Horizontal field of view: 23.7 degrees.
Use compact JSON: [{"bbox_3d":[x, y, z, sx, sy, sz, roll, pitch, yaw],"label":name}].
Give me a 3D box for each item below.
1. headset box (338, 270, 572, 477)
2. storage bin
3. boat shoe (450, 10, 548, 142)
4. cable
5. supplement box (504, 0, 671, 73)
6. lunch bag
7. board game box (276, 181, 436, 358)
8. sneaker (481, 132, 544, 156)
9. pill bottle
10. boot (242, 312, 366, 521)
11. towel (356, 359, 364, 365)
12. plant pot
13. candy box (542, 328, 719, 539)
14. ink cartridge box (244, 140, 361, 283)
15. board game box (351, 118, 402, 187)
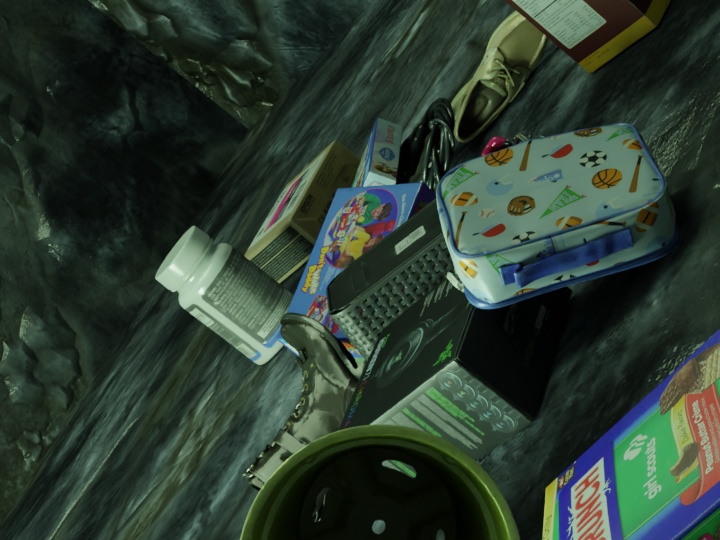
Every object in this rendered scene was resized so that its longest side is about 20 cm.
[{"bbox_3d":[0.086,0.087,1.526,0.200,0.093,0.175,-40,17,42],"label":"headset box"},{"bbox_3d":[0.071,0.005,1.721,0.200,0.094,0.135,-38,13,7],"label":"storage bin"},{"bbox_3d":[0.182,-0.251,2.220,0.200,0.072,0.065,-53,16,26],"label":"boat shoe"},{"bbox_3d":[0.087,-0.146,2.246,0.200,0.051,0.164,129,161,-59],"label":"cable"},{"bbox_3d":[0.262,-0.379,1.962,0.133,0.200,0.198,-33,22,56],"label":"supplement box"},{"bbox_3d":[0.161,-0.044,1.446,0.199,0.076,0.161,-19,35,4],"label":"lunch bag"},{"bbox_3d":[0.000,0.000,1.911,0.134,0.045,0.201,-1,58,44],"label":"board game box"},{"bbox_3d":[0.182,-0.106,1.775,0.081,0.075,0.200,-54,13,-11],"label":"sneaker"},{"bbox_3d":[-0.188,0.033,2.459,0.114,0.200,0.114,-48,12,14],"label":"pill bottle"},{"bbox_3d":[-0.062,0.151,1.776,0.174,0.069,0.200,-50,52,-5],"label":"boot"},{"bbox_3d":[-0.005,0.138,1.893,0.153,0.023,0.200,-53,12,-2],"label":"towel"},{"bbox_3d":[0.014,0.206,1.283,0.201,0.200,0.184,-52,0,0],"label":"plant pot"},{"bbox_3d":[0.195,0.136,1.011,0.200,0.077,0.169,-48,13,25],"label":"candy box"},{"bbox_3d":[-0.090,-0.091,2.760,0.165,0.075,0.200,-37,20,47],"label":"ink cartridge box"},{"bbox_3d":[0.002,-0.077,2.287,0.200,0.041,0.200,-81,11,-65],"label":"board game box"}]
